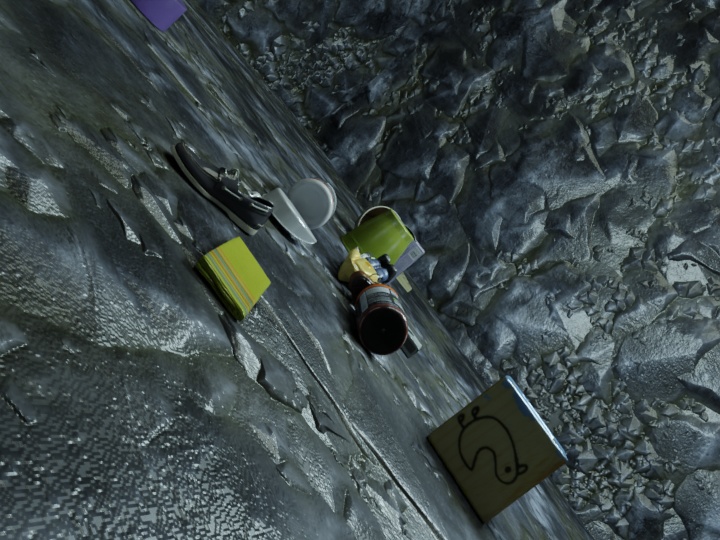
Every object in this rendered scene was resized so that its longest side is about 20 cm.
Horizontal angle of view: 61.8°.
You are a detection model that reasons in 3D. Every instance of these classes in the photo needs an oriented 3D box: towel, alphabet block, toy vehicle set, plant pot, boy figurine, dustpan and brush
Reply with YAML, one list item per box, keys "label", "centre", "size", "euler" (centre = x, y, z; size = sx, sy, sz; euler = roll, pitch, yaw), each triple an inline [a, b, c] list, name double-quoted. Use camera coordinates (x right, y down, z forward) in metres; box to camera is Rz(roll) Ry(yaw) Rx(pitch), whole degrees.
- label: "towel"
  centre: [-0.160, 0.006, 0.784]
  size: [0.087, 0.018, 0.200]
  euler: [58, 6, -8]
- label: "alphabet block"
  centre: [0.278, 0.350, 1.215]
  size: [0.197, 0.199, 0.196]
  euler: [53, 7, 20]
- label: "toy vehicle set"
  centre: [0.178, 0.012, 2.840]
  size: [0.125, 0.026, 0.201]
  euler: [50, 8, -22]
- label: "plant pot"
  centre: [0.067, -0.093, 1.984]
  size: [0.202, 0.191, 0.201]
  euler: [51, 8, -9]
- label: "boy figurine"
  centre: [0.007, -0.007, 1.505]
  size: [0.198, 0.064, 0.126]
  euler: [2, 54, -56]
- label: "dustpan and brush"
  centre: [-0.172, -0.128, 1.231]
  size: [0.141, 0.057, 0.200]
  euler: [55, 1, 26]
- label: "plant pot"
  centre: [0.049, -0.156, 2.328]
  size: [0.188, 0.187, 0.200]
  euler: [50, -6, -16]

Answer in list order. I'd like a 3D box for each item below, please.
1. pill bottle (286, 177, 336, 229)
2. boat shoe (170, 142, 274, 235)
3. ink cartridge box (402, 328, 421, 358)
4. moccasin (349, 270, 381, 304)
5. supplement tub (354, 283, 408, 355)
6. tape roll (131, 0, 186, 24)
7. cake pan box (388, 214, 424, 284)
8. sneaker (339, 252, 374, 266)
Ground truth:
- label: "pill bottle"
  centre: [-0.116, -0.168, 1.473]
  size: [0.117, 0.115, 0.200]
  euler: [51, 7, -6]
- label: "boat shoe"
  centre: [-0.210, -0.138, 0.938]
  size: [0.200, 0.062, 0.073]
  euler: [46, 9, -42]
- label: "ink cartridge box"
  centre: [0.098, 0.141, 1.679]
  size: [0.202, 0.043, 0.173]
  euler: [54, 9, 5]
- label: "moccasin"
  centre: [0.026, 0.057, 1.442]
  size: [0.201, 0.072, 0.079]
  euler: [45, 24, -49]
- label: "supplement tub"
  centre: [0.041, 0.094, 1.278]
  size: [0.108, 0.106, 0.200]
  euler: [50, 8, -13]
- label: "tape roll"
  centre: [-0.533, -0.711, 1.504]
  size: [0.201, 0.084, 0.200]
  euler: [51, 8, -10]
- label: "cake pan box"
  centre: [0.110, -0.079, 2.168]
  size: [0.185, 0.199, 0.052]
  euler: [49, 12, 0]
- label: "sneaker"
  centre: [0.000, 0.000, 1.646]
  size: [0.078, 0.074, 0.199]
  euler: [60, 18, 5]
